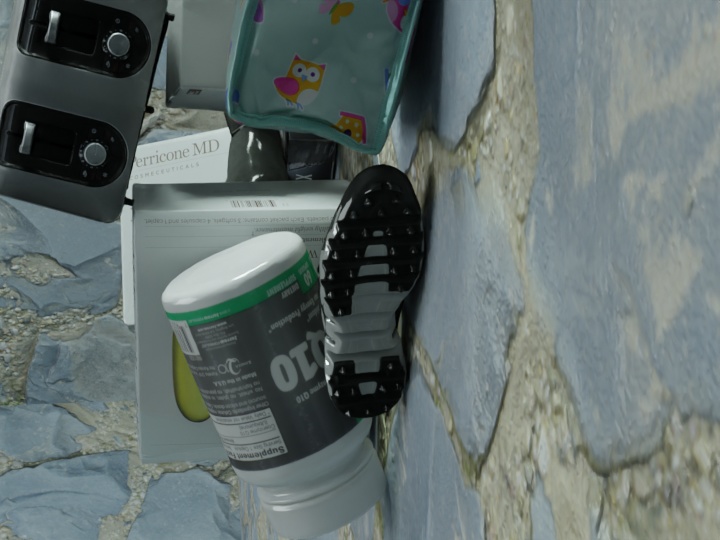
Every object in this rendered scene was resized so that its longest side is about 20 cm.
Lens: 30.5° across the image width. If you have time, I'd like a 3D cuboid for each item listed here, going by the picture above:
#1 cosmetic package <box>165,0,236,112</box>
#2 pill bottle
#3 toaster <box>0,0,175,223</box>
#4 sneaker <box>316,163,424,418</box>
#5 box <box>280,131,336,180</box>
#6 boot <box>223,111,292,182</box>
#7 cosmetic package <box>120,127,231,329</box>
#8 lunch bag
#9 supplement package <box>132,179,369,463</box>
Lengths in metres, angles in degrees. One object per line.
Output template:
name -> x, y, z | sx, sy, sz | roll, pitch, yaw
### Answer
cosmetic package -> -0.114, -0.236, 1.079 | 0.107, 0.089, 0.204 | -178, 87, -75
pill bottle -> -0.058, 0.085, 0.965 | 0.113, 0.112, 0.202 | -123, 10, -75
toaster -> -0.224, -0.145, 1.045 | 0.200, 0.117, 0.184 | -144, 68, -75
sneaker -> 0.000, 0.000, 0.870 | 0.091, 0.065, 0.202 | -103, 12, -46
box -> -0.063, -0.147, 1.354 | 0.159, 0.049, 0.202 | 99, 167, -49
boot -> -0.105, -0.170, 1.184 | 0.182, 0.071, 0.203 | -113, 18, -61
cosmetic package -> -0.160, -0.032, 1.474 | 0.166, 0.165, 0.203 | 33, -130, -67
lunch bag -> -0.020, -0.185, 0.816 | 0.170, 0.120, 0.203 | -114, 35, -78
supplement package -> -0.091, 0.036, 1.085 | 0.147, 0.188, 0.203 | -126, 36, -75
